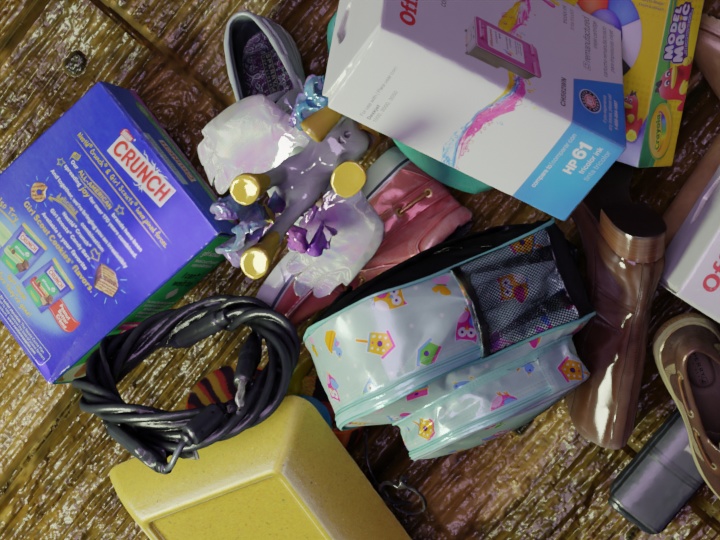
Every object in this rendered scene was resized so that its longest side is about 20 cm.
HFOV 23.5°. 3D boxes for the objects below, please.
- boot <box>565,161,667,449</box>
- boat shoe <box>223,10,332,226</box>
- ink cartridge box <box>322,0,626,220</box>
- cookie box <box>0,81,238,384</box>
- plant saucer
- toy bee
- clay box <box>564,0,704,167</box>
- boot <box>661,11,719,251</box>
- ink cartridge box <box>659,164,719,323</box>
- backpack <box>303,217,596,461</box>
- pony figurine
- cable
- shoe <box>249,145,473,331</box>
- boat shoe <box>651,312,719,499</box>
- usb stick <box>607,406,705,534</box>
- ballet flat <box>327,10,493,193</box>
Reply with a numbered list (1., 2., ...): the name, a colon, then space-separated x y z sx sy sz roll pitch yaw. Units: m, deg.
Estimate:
1. boot: 0.181 0.020 1.358 0.064 0.186 0.200 -4 120 -9
2. boat shoe: -0.069 -0.122 1.400 0.070 0.071 0.201 -27 64 17
3. ink cartridge box: 0.084 -0.145 1.235 0.200 0.145 0.085 23 131 -16
4. cookie box: -0.226 -0.030 1.471 0.200 0.075 0.171 -40 80 13
5. plant saucer: -0.078 0.214 1.382 0.200 0.048 0.200 -23 114 26
6. toy bee: -0.038 0.118 1.413 0.200 0.109 0.131 32 143 -16
7. clay box: 0.200 -0.189 1.318 0.115 0.048 0.200 24 113 45
8. boot: 0.268 -0.083 1.336 0.175 0.066 0.200 32 100 14
9. ink cartridge box: 0.340 0.002 1.273 0.200 0.083 0.145 31 96 -5
10. backpack: 0.063 0.060 1.308 0.200 0.176 0.154 -13 82 -16
11. pony figurine: -0.038 -0.069 1.281 0.167 0.200 0.193 47 118 -4
12. cable: -0.140 0.074 1.364 0.163 0.051 0.200 -42 35 -15
13. shoe: 0.000 0.000 1.408 0.091 0.071 0.200 44 97 17
14. boat shoe: 0.284 0.126 1.299 0.072 0.072 0.200 -28 108 3
15. usb stick: 0.272 0.120 1.353 0.055 0.033 0.200 40 100 5
16. ballet flat: 0.039 -0.139 1.380 0.067 0.070 0.200 -42 70 -3
